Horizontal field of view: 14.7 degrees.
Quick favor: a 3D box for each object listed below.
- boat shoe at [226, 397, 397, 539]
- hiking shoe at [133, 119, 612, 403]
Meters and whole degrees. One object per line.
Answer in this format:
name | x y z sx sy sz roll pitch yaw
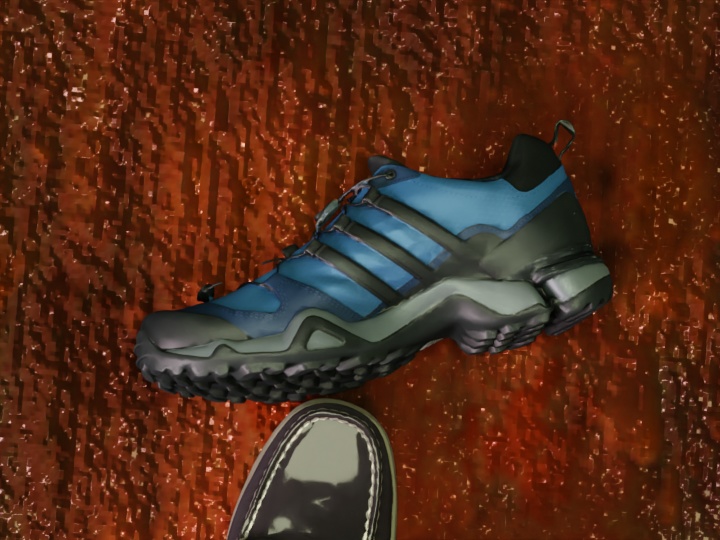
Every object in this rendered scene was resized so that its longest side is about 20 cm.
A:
boat shoe | -0.031 0.149 1.125 0.072 0.065 0.200 20 84 -2
hiking shoe | 0.000 0.000 1.144 0.200 0.074 0.087 -12 78 -14
